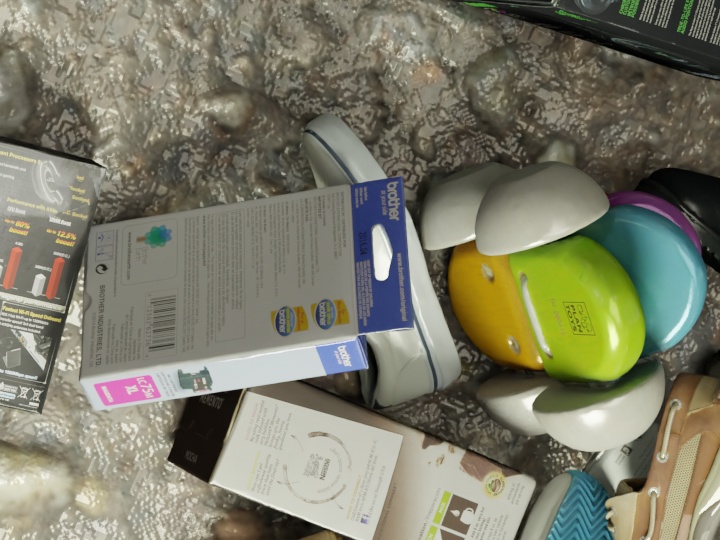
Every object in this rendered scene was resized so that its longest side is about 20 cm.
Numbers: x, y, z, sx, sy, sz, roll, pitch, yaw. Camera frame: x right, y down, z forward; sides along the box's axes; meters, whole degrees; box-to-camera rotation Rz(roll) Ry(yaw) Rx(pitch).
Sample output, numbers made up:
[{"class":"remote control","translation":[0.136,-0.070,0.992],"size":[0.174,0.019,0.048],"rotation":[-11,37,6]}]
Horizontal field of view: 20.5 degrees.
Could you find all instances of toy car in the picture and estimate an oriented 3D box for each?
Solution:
[{"class":"toy car","translation":[0.140,0.008,1.247],"size":[0.150,0.200,0.175],"rotation":[-23,100,-19]}]

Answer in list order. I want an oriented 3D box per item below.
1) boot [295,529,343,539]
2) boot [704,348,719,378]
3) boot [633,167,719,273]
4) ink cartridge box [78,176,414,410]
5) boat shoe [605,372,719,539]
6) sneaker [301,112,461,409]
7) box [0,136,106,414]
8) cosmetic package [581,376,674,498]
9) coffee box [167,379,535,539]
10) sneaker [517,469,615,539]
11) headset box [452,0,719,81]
[{"class":"boot","translation":[-0.044,0.266,1.311],"size":[0.166,0.072,0.200],"rotation":[-33,122,7]},{"class":"boot","translation":[0.262,0.165,1.389],"size":[0.131,0.068,0.200],"rotation":[-33,105,-2]},{"class":"boot","translation":[0.295,-0.064,1.347],"size":[0.200,0.076,0.168],"rotation":[33,92,-28]},{"class":"ink cartridge box","translation":[-0.066,0.013,1.185],"size":[0.200,0.119,0.042],"rotation":[-11,141,9]},{"class":"boat shoe","translation":[0.189,0.154,1.232],"size":[0.072,0.076,0.200],"rotation":[25,100,17]},{"class":"sneaker","translation":[0.000,0.000,1.262],"size":[0.071,0.073,0.200],"rotation":[-29,108,-15]},{"class":"box","translation":[-0.268,-0.013,1.182],"size":[0.200,0.050,0.158],"rotation":[13,95,-20]},{"class":"cosmetic package","translation":[0.248,0.161,1.308],"size":[0.200,0.113,0.081],"rotation":[36,108,8]},{"class":"coffee box","translation":[-0.008,0.124,1.254],"size":[0.200,0.113,0.080],"rotation":[23,85,-19]},{"class":"sneaker","translation":[0.099,0.218,1.257],"size":[0.076,0.081,0.200],"rotation":[22,86,-41]},{"class":"headset box","translation":[0.171,-0.185,1.232],"size":[0.200,0.174,0.093],"rotation":[15,94,-21]}]
